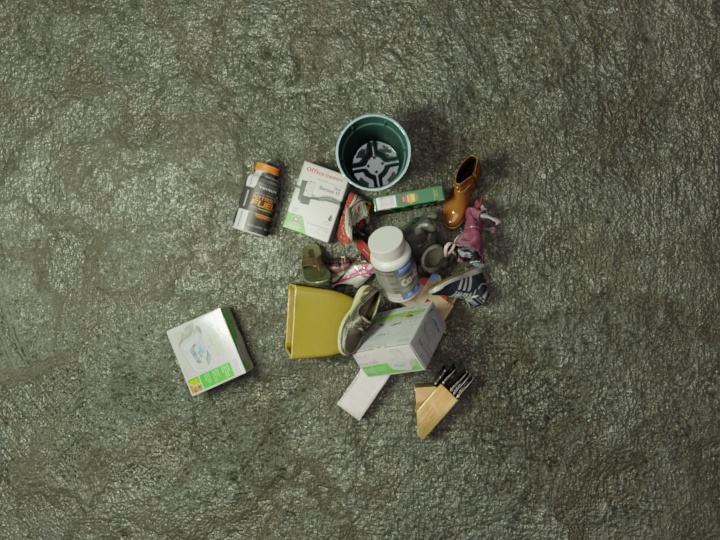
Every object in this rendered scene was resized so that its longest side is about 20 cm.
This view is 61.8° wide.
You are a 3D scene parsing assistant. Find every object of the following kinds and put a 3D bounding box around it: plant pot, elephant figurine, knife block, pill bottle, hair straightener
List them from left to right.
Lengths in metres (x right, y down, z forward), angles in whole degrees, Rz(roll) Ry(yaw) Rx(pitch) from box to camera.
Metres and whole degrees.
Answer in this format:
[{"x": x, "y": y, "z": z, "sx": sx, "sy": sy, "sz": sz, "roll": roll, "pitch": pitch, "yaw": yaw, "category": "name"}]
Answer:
[{"x": -0.294, "y": -0.206, "z": 1.738, "sx": 0.105, "sy": 0.106, "sz": 0.202, "roll": 16, "pitch": 91, "yaw": 3, "category": "pill bottle"}, {"x": -0.102, "y": 0.141, "z": 1.692, "sx": 0.197, "sy": 0.195, "sz": 0.197, "roll": 3, "pitch": 90, "yaw": -13, "category": "plant pot"}, {"x": 0.007, "y": -0.089, "z": 1.726, "sx": 0.200, "sy": 0.076, "sz": 0.041, "roll": 42, "pitch": 128, "yaw": 33, "category": "hair straightener"}, {"x": 0.038, "y": -0.309, "z": 1.671, "sx": 0.197, "sy": 0.196, "sz": 0.203, "roll": 0, "pitch": 90, "yaw": 3, "category": "plant pot"}, {"x": 0.090, "y": -0.017, "z": 1.613, "sx": 0.112, "sy": 0.201, "sz": 0.115, "roll": -10, "pitch": 48, "yaw": 12, "category": "pill bottle"}, {"x": 0.201, "y": -0.054, "z": 1.704, "sx": 0.154, "sy": 0.142, "sz": 0.202, "roll": -19, "pitch": 106, "yaw": 31, "category": "elephant figurine"}, {"x": 0.242, "y": 0.373, "z": 1.726, "sx": 0.173, "sy": 0.064, "sz": 0.203, "roll": -3, "pitch": 90, "yaw": 4, "category": "knife block"}]

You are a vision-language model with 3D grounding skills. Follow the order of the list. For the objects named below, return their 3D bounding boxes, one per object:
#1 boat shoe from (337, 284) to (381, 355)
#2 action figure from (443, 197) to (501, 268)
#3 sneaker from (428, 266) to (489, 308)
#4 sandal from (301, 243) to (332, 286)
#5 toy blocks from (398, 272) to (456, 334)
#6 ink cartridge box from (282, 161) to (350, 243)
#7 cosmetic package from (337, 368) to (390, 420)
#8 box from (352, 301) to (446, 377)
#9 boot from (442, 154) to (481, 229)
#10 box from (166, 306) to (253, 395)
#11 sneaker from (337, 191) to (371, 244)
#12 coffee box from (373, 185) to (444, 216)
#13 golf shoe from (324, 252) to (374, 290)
[{"x": -0.001, "y": 0.132, "z": 1.609, "sx": 0.073, "sy": 0.064, "sz": 0.202, "roll": 28, "pitch": 75, "yaw": -33, "category": "boat shoe"}, {"x": 0.311, "y": -0.111, "z": 1.680, "sx": 0.147, "sy": 0.134, "sz": 0.202, "roll": 5, "pitch": 67, "yaw": 7, "category": "action figure"}, {"x": 0.283, "y": 0.063, "z": 1.682, "sx": 0.198, "sy": 0.070, "sz": 0.110, "roll": -19, "pitch": 89, "yaw": -34, "category": "sneaker"}, {"x": -0.134, "y": -0.022, "z": 1.690, "sx": 0.079, "sy": 0.202, "sz": 0.058, "roll": -14, "pitch": 129, "yaw": -8, "category": "sandal"}, {"x": 0.196, "y": 0.068, "z": 1.724, "sx": 0.199, "sy": 0.100, "sz": 0.138, "roll": 33, "pitch": 80, "yaw": 2, "category": "toy blocks"}, {"x": -0.123, "y": -0.196, "z": 1.738, "sx": 0.145, "sy": 0.083, "sz": 0.202, "roll": 19, "pitch": 91, "yaw": 3, "category": "ink cartridge box"}, {"x": 0.022, "y": 0.326, "z": 1.746, "sx": 0.082, "sy": 0.051, "sz": 0.201, "roll": 35, "pitch": 92, "yaw": 5, "category": "cosmetic package"}, {"x": 0.105, "y": 0.186, "z": 1.630, "sx": 0.198, "sy": 0.177, "sz": 0.097, "roll": -16, "pitch": 117, "yaw": 38, "category": "box"}, {"x": 0.282, "y": -0.218, "z": 1.674, "sx": 0.076, "sy": 0.155, "sz": 0.201, "roll": 30, "pitch": 92, "yaw": 12, "category": "boot"}, {"x": -0.432, "y": 0.231, "z": 1.746, "sx": 0.175, "sy": 0.097, "sz": 0.202, "roll": -23, "pitch": 87, "yaw": 5, "category": "box"}, {"x": -0.013, "y": -0.147, "z": 1.690, "sx": 0.081, "sy": 0.201, "sz": 0.078, "roll": 18, "pitch": 135, "yaw": -3, "category": "sneaker"}, {"x": 0.136, "y": -0.196, "z": 1.704, "sx": 0.197, "sy": 0.123, "sz": 0.045, "roll": -10, "pitch": 88, "yaw": 2, "category": "coffee box"}, {"x": 0.000, "y": 0.000, "z": 1.745, "sx": 0.197, "sy": 0.073, "sz": 0.093, "roll": -10, "pitch": 113, "yaw": 5, "category": "golf shoe"}]
